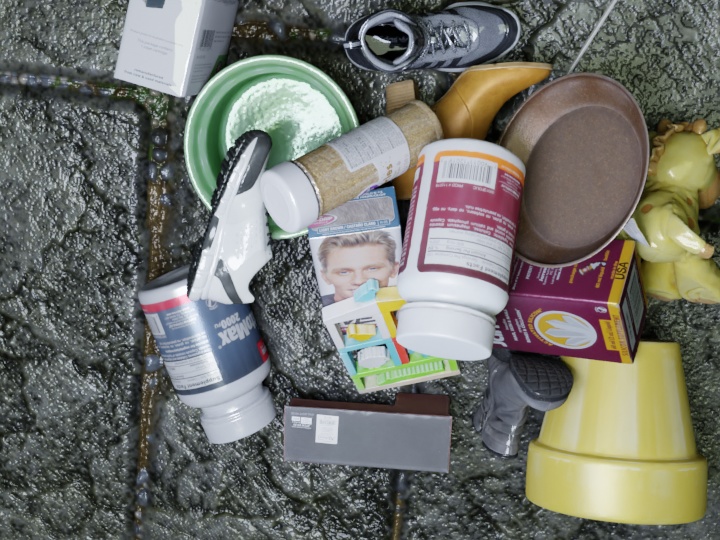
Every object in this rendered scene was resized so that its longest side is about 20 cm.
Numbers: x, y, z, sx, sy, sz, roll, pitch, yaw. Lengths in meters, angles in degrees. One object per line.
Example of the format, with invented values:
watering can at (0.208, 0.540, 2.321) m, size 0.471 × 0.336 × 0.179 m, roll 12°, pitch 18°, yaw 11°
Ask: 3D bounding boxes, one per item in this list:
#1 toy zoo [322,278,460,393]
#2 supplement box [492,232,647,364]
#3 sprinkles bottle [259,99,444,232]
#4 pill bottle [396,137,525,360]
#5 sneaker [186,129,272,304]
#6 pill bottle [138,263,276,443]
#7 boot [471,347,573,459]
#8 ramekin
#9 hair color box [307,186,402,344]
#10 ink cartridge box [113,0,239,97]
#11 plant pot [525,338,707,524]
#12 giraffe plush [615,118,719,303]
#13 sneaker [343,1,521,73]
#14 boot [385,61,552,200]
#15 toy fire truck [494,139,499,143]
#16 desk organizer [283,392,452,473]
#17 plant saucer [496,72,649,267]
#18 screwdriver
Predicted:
toy zoo at (0.036, 0.074, 1.136) m, size 0.130 × 0.021 × 0.201 m, roll -12°, pitch 142°, yaw 7°
supplement box at (0.197, 0.026, 1.064) m, size 0.198 × 0.086 × 0.111 m, roll 5°, pitch 144°, yaw 29°
sprinkles bottle at (-0.006, -0.110, 1.019) m, size 0.199 × 0.068 × 0.069 m, roll -30°, pitch 102°, yaw -27°
pill bottle at (0.098, -0.019, 0.989) m, size 0.113 × 0.114 × 0.202 m, roll 10°, pitch 74°, yaw 3°
sneaker at (-0.126, -0.055, 1.065) m, size 0.079 × 0.074 × 0.201 m, roll 15°, pitch 110°, yaw -16°
pill bottle at (-0.174, 0.095, 1.173) m, size 0.119 × 0.120 × 0.202 m, roll -18°, pitch 102°, yaw 9°
boot at (0.181, 0.157, 1.118) m, size 0.069 × 0.200 × 0.133 m, roll 9°, pitch 102°, yaw -5°
ramekin at (-0.092, -0.143, 1.118) m, size 0.198 × 0.098 × 0.202 m, roll 1°, pitch 104°, yaw 5°
hair color box at (0.000, 0.000, 1.104) m, size 0.099 × 0.061 × 0.201 m, roll -8°, pitch 141°, yaw 1°
ink cartridge box at (-0.185, -0.298, 1.065) m, size 0.084 × 0.146 × 0.202 m, roll 16°, pitch 104°, yaw 3°
plant pot at (0.291, 0.172, 1.119) m, size 0.199 × 0.201 × 0.191 m, roll 2°, pitch 89°, yaw 5°
giraffe plush at (0.333, -0.077, 1.075) m, size 0.171 × 0.200 × 0.163 m, roll 16°, pitch 72°, yaw 24°
sneaker at (0.077, -0.248, 1.068) m, size 0.198 × 0.114 × 0.076 m, roll -4°, pitch 104°, yaw 6°
boot at (0.123, -0.150, 1.102) m, size 0.199 × 0.071 × 0.146 m, roll -8°, pitch 91°, yaw 20°
toy fire truck at (0.190, -0.112, 1.124) m, size 0.140 × 0.049 × 0.202 m, roll 9°, pitch 103°, yaw 6°
desk organizer at (0.011, 0.190, 1.200) m, size 0.198 × 0.077 × 0.072 m, roll 3°, pitch 104°, yaw 5°
plant saucer at (0.216, -0.099, 1.008) m, size 0.036 × 0.200 × 0.202 m, roll 12°, pitch 110°, yaw -41°
screwdriver at (0.232, -0.219, 1.056) m, size 0.029 × 0.028 × 0.201 m, roll 46°, pitch 110°, yaw 29°
